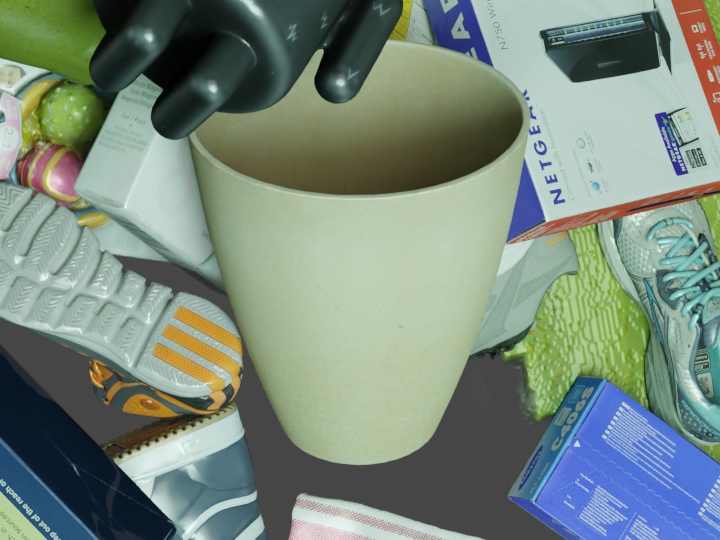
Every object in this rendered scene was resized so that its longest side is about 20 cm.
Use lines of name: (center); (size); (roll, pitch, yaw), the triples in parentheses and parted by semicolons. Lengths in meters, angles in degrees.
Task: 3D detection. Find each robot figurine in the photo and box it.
robot figurine: (-0.063, -0.166, 1.188); (0.201, 0.124, 0.151); (-59, 143, -30)

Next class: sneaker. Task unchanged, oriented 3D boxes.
sneaker: (-0.162, 0.030, 1.307); (0.199, 0.112, 0.078); (33, 68, 5)
sneaker: (0.062, 0.034, 1.399); (0.200, 0.074, 0.079); (-45, 109, -14)
sneaker: (-0.147, 0.162, 1.324); (0.199, 0.070, 0.109); (-22, 101, -16)
sneaker: (0.217, 0.015, 1.445); (0.077, 0.086, 0.201); (-21, 96, -18)

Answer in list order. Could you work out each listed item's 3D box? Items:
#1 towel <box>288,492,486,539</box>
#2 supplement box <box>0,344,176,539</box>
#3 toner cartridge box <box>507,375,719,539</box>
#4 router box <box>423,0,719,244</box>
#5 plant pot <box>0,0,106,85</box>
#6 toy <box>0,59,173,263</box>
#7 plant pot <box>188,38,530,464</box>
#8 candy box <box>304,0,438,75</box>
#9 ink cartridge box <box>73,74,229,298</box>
towel: (0.005, 0.247, 1.359); (0.145, 0.030, 0.202); (12, 84, 15)
supplement box: (-0.243, 0.150, 1.205); (0.200, 0.134, 0.200); (-44, 90, 6)
toner cartridge box: (0.201, 0.162, 1.462); (0.200, 0.043, 0.095); (37, 77, -16)
router box: (0.140, -0.131, 1.395); (0.178, 0.049, 0.201); (-14, 81, -33)
plant pot: (-0.201, -0.205, 1.255); (0.192, 0.200, 0.202); (29, 80, -28)
toy: (-0.183, -0.072, 1.322); (0.198, 0.047, 0.116); (8, 91, -18)
plant pot: (0.000, 0.000, 1.257); (0.186, 0.187, 0.201); (-13, 124, -19)
candy box: (-0.006, -0.147, 1.343); (0.200, 0.026, 0.103); (33, 62, -42)
ink cartridge box: (-0.072, -0.099, 1.317); (0.201, 0.057, 0.162); (-62, 147, -7)
